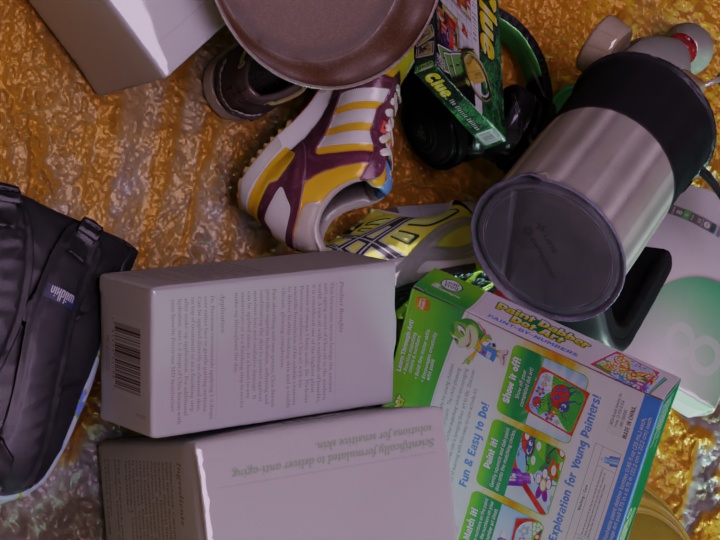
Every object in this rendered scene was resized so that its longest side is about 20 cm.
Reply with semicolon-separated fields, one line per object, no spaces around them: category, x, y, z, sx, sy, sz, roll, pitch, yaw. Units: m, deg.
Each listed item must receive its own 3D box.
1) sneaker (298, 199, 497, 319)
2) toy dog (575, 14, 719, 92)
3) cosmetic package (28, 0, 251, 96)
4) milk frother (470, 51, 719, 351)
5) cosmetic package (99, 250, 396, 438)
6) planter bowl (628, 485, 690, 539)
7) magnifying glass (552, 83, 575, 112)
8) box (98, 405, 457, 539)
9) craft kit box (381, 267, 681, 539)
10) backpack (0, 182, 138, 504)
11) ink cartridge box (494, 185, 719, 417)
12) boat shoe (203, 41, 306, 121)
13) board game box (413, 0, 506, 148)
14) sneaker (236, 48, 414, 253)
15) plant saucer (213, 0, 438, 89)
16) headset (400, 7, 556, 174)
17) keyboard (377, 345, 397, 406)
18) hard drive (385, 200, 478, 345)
sneaker;0.000;0.000;1.619;0.199;0.076;0.077;-8;58;-11
toy dog;0.225;-0.140;1.723;0.200;0.132;0.096;3;129;-52
cosmetic package;-0.149;-0.263;1.523;0.199;0.123;0.200;-45;110;-24
milk frother;0.215;-0.047;1.557;0.181;0.199;0.188;58;42;-18
cosmetic package;-0.074;0.046;1.485;0.199;0.071;0.102;-5;101;-37
planter bowl;0.211;0.260;1.709;0.200;0.083;0.201;0;89;-34
magnifying glass;0.206;-0.056;1.738;0.079;0.022;0.201;-24;85;-33
box;-0.055;0.202;1.522;0.198;0.171;0.201;-6;91;-29
craft kit box;0.108;0.126;1.567;0.049;0.197;0.201;-42;151;-56
backpack;-0.250;0.062;1.450;0.163;0.154;0.201;21;56;-32
ink cartridge box;0.211;-0.004;1.687;0.200;0.050;0.161;31;67;-11
boat shoe;-0.027;-0.180;1.621;0.200;0.059;0.072;-39;106;-25
board game box;0.071;-0.198;1.629;0.105;0.023;0.201;44;36;-46
sneaker;0.003;-0.099;1.597;0.090;0.075;0.200;37;86;21
plant saucer;-0.029;-0.224;1.505;0.200;0.032;0.201;-3;95;-35
headset;0.099;-0.111;1.669;0.123;0.094;0.201;2;76;-29
keyboard;0.085;0.134;1.626;0.104;0.040;0.200;-39;88;8
hard drive;0.115;0.011;1.711;0.199;0.026;0.133;-5;90;-29
